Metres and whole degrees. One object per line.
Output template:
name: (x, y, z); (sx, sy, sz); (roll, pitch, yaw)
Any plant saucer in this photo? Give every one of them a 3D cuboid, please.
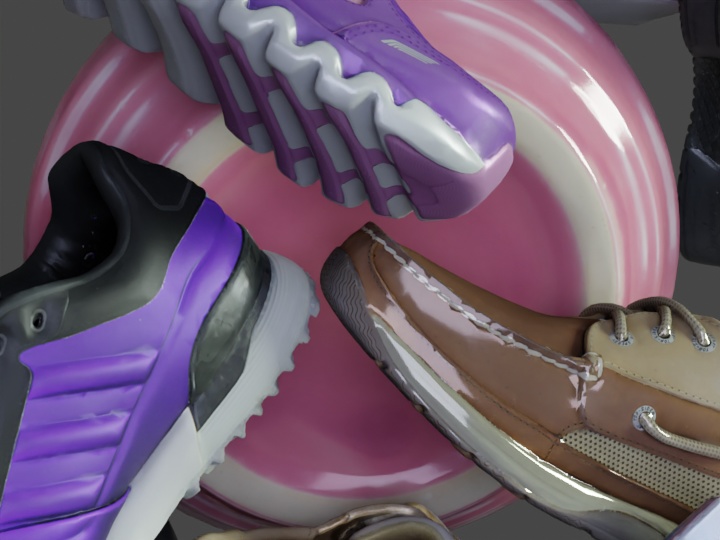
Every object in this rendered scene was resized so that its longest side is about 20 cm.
plant saucer: (0.000, 0.000, 0.820); (0.199, 0.051, 0.202); (-3, 114, -7)

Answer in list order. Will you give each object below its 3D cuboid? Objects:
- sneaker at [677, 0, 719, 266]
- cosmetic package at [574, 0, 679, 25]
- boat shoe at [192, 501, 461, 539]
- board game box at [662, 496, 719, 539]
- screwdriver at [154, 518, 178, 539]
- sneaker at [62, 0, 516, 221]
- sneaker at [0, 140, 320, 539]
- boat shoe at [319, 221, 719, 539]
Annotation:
sneaker: (0.152, -0.044, 0.837); (0.104, 0.201, 0.060); (16, 49, 18)
cosmetic package: (0.005, -0.139, 0.847); (0.199, 0.081, 0.114); (6, 88, -10)
boat shoe: (0.008, 0.103, 0.796); (0.074, 0.199, 0.069); (43, 114, 28)
board game box: (0.088, 0.200, 0.729); (0.200, 0.043, 0.199); (-42, 86, 0)
screwdriver: (-0.088, 0.037, 0.801); (0.028, 0.029, 0.201); (-16, 129, 6)
sneaker: (-0.031, -0.093, 0.744); (0.200, 0.081, 0.089); (36, 72, 19)
sneaker: (-0.100, 0.051, 0.725); (0.100, 0.069, 0.201); (45, 64, -29)
boat shoe: (0.076, 0.040, 0.785); (0.200, 0.076, 0.072); (35, 94, -21)
